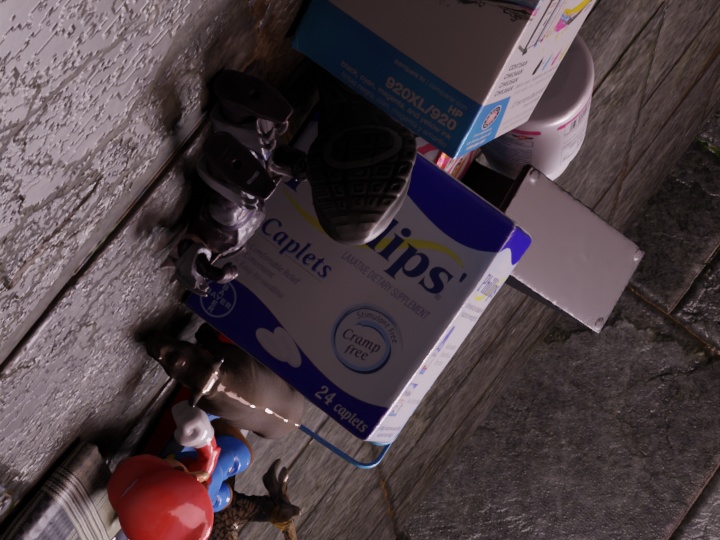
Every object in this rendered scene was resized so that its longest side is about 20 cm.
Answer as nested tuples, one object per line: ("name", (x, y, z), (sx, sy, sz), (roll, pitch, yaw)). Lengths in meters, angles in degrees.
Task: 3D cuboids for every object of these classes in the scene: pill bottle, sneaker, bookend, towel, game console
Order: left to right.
("towel", (-0.261, 0.234, 1.395), (0.193, 0.034, 0.200), (-53, 166, -19))
("game console", (-0.121, 0.114, 1.571), (0.178, 0.031, 0.200), (-58, 166, 16))
("sneaker", (0.001, -0.070, 1.232), (0.201, 0.075, 0.091), (-85, 177, -55))
("bookend", (0.129, -0.049, 1.675), (0.198, 0.199, 0.093), (31, 89, -43))
("pill bottle", (0.165, -0.157, 1.717), (0.114, 0.113, 0.200), (-51, 167, -11))

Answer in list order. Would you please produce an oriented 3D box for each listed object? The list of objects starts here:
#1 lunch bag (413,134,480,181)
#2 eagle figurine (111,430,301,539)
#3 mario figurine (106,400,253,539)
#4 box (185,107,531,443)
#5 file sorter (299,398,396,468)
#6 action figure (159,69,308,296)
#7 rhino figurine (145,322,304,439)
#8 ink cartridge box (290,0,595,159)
("lunch bag", (0.044, -0.084, 1.538), (0.201, 0.082, 0.176), (-59, 167, 17))
("eagle figurine", (-0.153, 0.240, 1.595), (0.198, 0.151, 0.153), (-13, 120, -9))
("mario figurine", (-0.156, 0.165, 1.437), (0.200, 0.105, 0.125), (-17, 102, -78))
("box", (0.000, 0.000, 1.365), (0.201, 0.183, 0.105), (-55, 166, 3))
("file sorter", (0.018, 0.073, 1.683), (0.139, 0.122, 0.200), (-54, 177, -41))
("action figure", (-0.083, -0.049, 1.196), (0.131, 0.069, 0.200), (-62, 176, -21))
("rhino figurine", (-0.106, 0.084, 1.378), (0.060, 0.087, 0.200), (-52, 152, 3))
("ink cartridge box", (0.079, -0.208, 1.192), (0.147, 0.144, 0.201), (-30, 152, -60))
